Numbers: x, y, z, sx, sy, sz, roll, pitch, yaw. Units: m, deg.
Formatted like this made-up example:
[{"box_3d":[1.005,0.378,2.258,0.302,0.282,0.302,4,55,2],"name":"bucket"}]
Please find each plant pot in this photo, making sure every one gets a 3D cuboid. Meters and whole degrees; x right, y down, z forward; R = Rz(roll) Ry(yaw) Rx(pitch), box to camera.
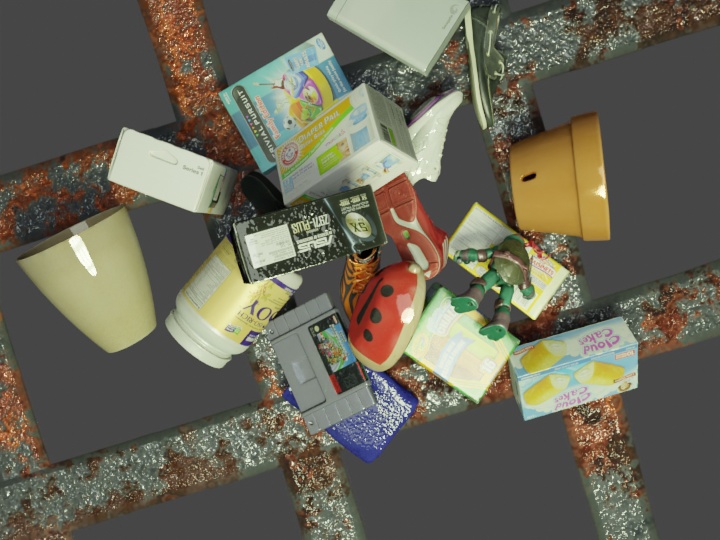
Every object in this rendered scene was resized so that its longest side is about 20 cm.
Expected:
[{"box_3d":[-0.422,0.025,1.207,0.186,0.187,0.201,-23,107,2],"name":"plant pot"},{"box_3d":[0.315,-0.142,1.176,0.139,0.200,0.202,-5,93,17],"name":"plant pot"}]

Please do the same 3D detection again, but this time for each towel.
[{"box_3d":[-0.016,0.215,1.265,0.200,0.050,0.148,39,96,0],"name":"towel"}]

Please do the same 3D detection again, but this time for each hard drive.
[{"box_3d":[0.060,-0.424,1.209,0.199,0.027,0.133,34,93,14],"name":"hard drive"}]

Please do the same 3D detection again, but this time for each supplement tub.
[{"box_3d":[-0.208,0.043,1.207,0.145,0.145,0.200,40,93,-2],"name":"supplement tub"}]

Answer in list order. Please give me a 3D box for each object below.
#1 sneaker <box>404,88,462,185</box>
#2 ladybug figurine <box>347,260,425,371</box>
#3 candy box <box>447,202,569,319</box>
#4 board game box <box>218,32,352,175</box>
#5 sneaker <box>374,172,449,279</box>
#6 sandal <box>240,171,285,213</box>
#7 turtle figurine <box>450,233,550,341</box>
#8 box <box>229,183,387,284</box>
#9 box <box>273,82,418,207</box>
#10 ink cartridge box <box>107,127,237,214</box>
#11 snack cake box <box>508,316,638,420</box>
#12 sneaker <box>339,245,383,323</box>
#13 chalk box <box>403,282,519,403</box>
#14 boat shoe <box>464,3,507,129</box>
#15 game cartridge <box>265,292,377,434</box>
[{"box_3d":[0.110,-0.209,1.232,0.099,0.075,0.200,38,100,-11],"name":"sneaker"},{"box_3d":[0.036,0.067,1.149,0.071,0.136,0.201,13,120,-23],"name":"ladybug figurine"},{"box_3d":[0.244,-0.016,1.256,0.199,0.026,0.103,36,90,-1],"name":"candy box"},{"box_3d":[-0.112,-0.275,1.236,0.199,0.047,0.152,-30,92,2],"name":"board game box"},{"box_3d":[0.083,-0.082,1.216,0.078,0.115,0.202,-21,87,21],"name":"sneaker"},{"box_3d":[-0.128,-0.080,1.233,0.200,0.075,0.048,40,49,5],"name":"sandal"},{"box_3d":[0.217,0.004,1.161,0.149,0.101,0.201,30,52,2],"name":"turtle figurine"},{"box_3d":[-0.081,-0.048,1.063,0.198,0.164,0.087,-17,93,-12],"name":"box"},{"box_3d":[-0.027,-0.178,1.157,0.199,0.101,0.113,-30,60,30],"name":"box"},{"box_3d":[-0.289,-0.151,1.169,0.144,0.200,0.085,20,93,0],"name":"ink cartridge box"},{"box_3d":[0.349,0.162,1.219,0.198,0.067,0.116,-17,128,2],"name":"snack cake box"},{"box_3d":[0.000,0.000,1.217,0.077,0.112,0.202,-1,93,1],"name":"sneaker"},{"box_3d":[0.138,0.101,1.215,0.199,0.124,0.125,33,93,-1],"name":"chalk box"},{"box_3d":[0.209,-0.335,1.215,0.067,0.072,0.202,-4,91,5],"name":"boat shoe"},{"box_3d":[-0.065,0.151,1.220,0.129,0.038,0.201,-28,80,15],"name":"game cartridge"}]
